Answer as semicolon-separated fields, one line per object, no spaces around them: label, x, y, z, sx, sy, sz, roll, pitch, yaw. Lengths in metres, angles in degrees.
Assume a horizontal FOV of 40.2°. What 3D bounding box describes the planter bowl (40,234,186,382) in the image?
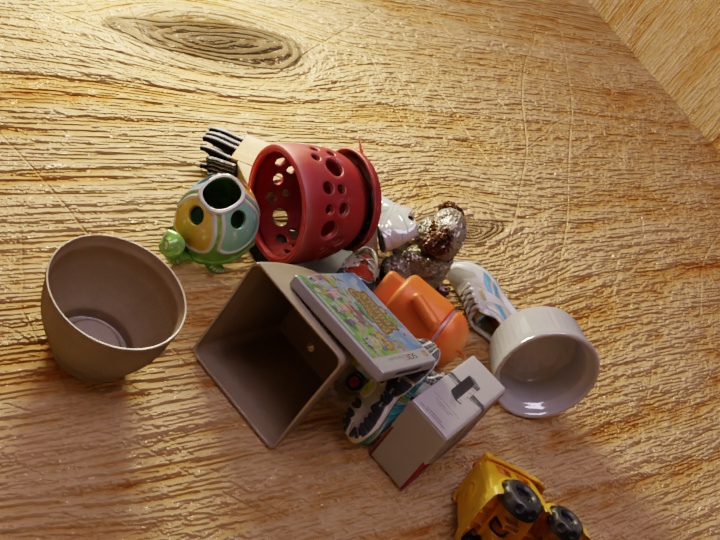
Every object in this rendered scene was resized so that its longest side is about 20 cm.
planter bowl;-0.358;0.070;1.375;0.197;0.135;0.202;21;40;-19

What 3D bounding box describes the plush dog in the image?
plush dog;0.140;-0.042;1.871;0.159;0.173;0.201;31;36;-8

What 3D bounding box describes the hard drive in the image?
hard drive;-0.090;-0.010;1.766;0.198;0.033;0.141;-6;54;-43

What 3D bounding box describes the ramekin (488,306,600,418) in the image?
ramekin;0.328;0.162;1.794;0.197;0.202;0.099;20;31;-21

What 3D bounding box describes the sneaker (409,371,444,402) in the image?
sneaker;0.062;0.137;1.687;0.200;0.081;0.076;46;32;14

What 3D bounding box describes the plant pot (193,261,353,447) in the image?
plant pot;-0.100;0.112;1.509;0.200;0.201;0.176;47;28;15

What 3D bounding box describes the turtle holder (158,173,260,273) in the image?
turtle holder;-0.253;-0.086;1.622;0.182;0.132;0.143;-10;63;-20

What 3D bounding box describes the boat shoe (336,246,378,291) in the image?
boat shoe;0.000;0.000;1.677;0.070;0.063;0.200;26;8;0

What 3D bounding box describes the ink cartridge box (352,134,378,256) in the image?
ink cartridge box;-0.004;-0.121;1.824;0.049;0.202;0.163;-11;49;-4

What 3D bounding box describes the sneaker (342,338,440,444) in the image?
sneaker;0.050;0.190;1.549;0.077;0.200;0.080;42;-2;33

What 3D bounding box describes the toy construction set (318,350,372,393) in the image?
toy construction set;0.008;0.125;1.624;0.200;0.132;0.092;43;5;21

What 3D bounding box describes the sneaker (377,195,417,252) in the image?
sneaker;0.059;-0.096;1.860;0.079;0.072;0.201;-14;30;-5

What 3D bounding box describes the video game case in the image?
video game case;0.006;0.078;1.462;0.200;0.022;0.181;46;21;20

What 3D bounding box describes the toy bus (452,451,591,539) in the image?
toy bus;0.244;0.379;1.563;0.198;0.137;0.193;28;21;-16

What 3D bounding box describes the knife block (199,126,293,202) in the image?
knife block;-0.192;-0.204;1.810;0.196;0.065;0.177;-15;57;-20

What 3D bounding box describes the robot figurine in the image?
robot figurine;0.109;0.090;1.739;0.199;0.145;0.116;40;43;9

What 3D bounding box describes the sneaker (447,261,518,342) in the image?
sneaker;0.236;0.063;1.921;0.080;0.077;0.201;-20;62;-46

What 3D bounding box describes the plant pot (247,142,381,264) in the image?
plant pot;-0.075;-0.115;1.687;0.180;0.202;0.202;-4;52;-37

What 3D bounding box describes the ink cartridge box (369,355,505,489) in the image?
ink cartridge box;0.126;0.241;1.580;0.084;0.145;0.199;46;37;15
